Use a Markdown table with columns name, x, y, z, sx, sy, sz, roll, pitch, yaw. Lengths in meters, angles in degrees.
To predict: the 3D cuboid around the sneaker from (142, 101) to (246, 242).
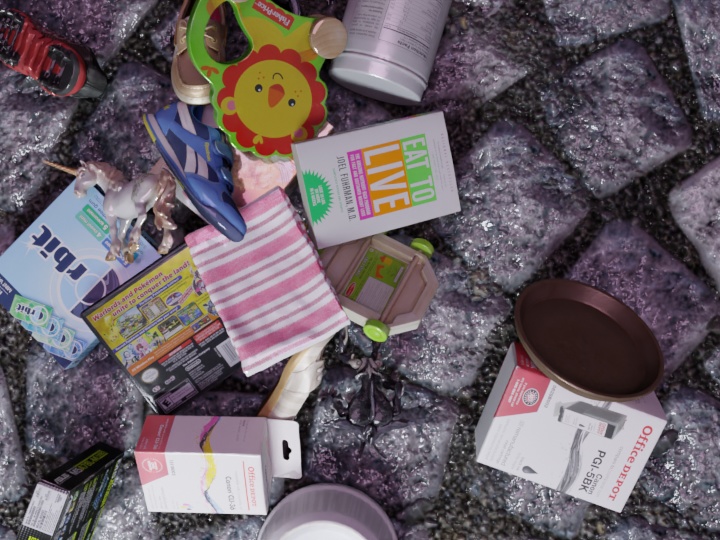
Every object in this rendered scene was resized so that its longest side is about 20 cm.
| name | x | y | z | sx | sy | sz | roll | pitch | yaw |
| --- | --- | --- | --- | --- | --- | --- | --- | --- | --- |
| sneaker | -0.186 | -0.127 | 0.936 | 0.082 | 0.074 | 0.201 | -31 | 80 | -11 |

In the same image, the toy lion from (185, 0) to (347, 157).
| name | x | y | z | sx | sy | sz | roll | pitch | yaw |
| --- | --- | --- | --- | --- | --- | --- | --- | --- | --- |
| toy lion | -0.119 | -0.240 | 0.915 | 0.199 | 0.069 | 0.193 | 26 | 100 | -28 |

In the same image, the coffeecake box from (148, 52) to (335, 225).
| name | x | y | z | sx | sy | sz | roll | pitch | yaw |
| --- | --- | --- | --- | --- | --- | --- | --- | --- | --- |
| coffeecake box | -0.153 | -0.154 | 1.017 | 0.153 | 0.073 | 0.200 | 39 | 91 | 0 |

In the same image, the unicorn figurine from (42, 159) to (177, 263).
| name | x | y | z | sx | sy | sz | roll | pitch | yaw |
| --- | --- | --- | --- | --- | --- | --- | --- | --- | --- |
| unicorn figurine | -0.298 | -0.082 | 0.969 | 0.199 | 0.074 | 0.139 | -8 | 81 | 23 |

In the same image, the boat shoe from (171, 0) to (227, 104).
| name | x | y | z | sx | sy | sz | roll | pitch | yaw |
| --- | --- | --- | --- | --- | --- | --- | --- | --- | --- |
| boat shoe | -0.205 | -0.294 | 0.970 | 0.073 | 0.069 | 0.201 | -3 | 53 | -6 |

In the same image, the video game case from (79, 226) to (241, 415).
| name | x | y | z | sx | sy | sz | roll | pitch | yaw |
| --- | --- | --- | --- | --- | --- | --- | --- | --- | --- |
| video game case | -0.233 | 0.072 | 1.017 | 0.199 | 0.026 | 0.181 | -34 | 104 | -1 |

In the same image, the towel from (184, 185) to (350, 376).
| name | x | y | z | sx | sy | sz | roll | pitch | yaw |
| --- | --- | --- | --- | --- | --- | --- | --- | --- | --- |
| towel | -0.118 | 0.011 | 0.944 | 0.146 | 0.030 | 0.201 | -28 | 75 | 2 |

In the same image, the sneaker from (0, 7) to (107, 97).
| name | x | y | z | sx | sy | sz | roll | pitch | yaw |
| --- | --- | --- | --- | --- | --- | --- | --- | --- | --- |
| sneaker | -0.414 | -0.285 | 1.025 | 0.200 | 0.098 | 0.071 | 34 | 104 | 24 |

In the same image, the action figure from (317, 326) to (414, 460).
| name | x | y | z | sx | sy | sz | roll | pitch | yaw |
| --- | --- | --- | --- | --- | --- | --- | --- | --- | --- |
| action figure | 0.006 | 0.148 | 0.998 | 0.118 | 0.102 | 0.202 | 1 | 69 | -8 |

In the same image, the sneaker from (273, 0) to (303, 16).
| name | x | y | z | sx | sy | sz | roll | pitch | yaw |
| --- | --- | --- | --- | --- | --- | --- | --- | --- | --- |
| sneaker | -0.127 | -0.358 | 0.996 | 0.075 | 0.114 | 0.201 | -36 | 89 | 1 |

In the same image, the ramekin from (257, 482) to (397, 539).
| name | x | y | z | sx | sy | sz | roll | pitch | yaw |
| --- | --- | --- | --- | --- | --- | --- | --- | --- | --- |
| ramekin | -0.046 | 0.389 | 1.003 | 0.201 | 0.094 | 0.204 | 0 | 89 | 1 |

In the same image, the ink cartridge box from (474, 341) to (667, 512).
| name | x | y | z | sx | sy | sz | roll | pitch | yaw |
| --- | --- | --- | --- | --- | --- | --- | --- | --- | --- |
| ink cartridge box | 0.264 | 0.200 | 0.984 | 0.199 | 0.083 | 0.148 | 19 | 109 | 1 |

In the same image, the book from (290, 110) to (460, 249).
| name | x | y | z | sx | sy | sz | roll | pitch | yaw |
| --- | --- | --- | --- | --- | --- | --- | --- | --- | --- |
| book | 0.021 | -0.118 | 0.979 | 0.199 | 0.048 | 0.135 | -16 | 107 | -16 |

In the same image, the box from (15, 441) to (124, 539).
| name | x | y | z | sx | sy | sz | roll | pitch | yaw |
| --- | --- | --- | --- | --- | --- | --- | --- | --- | --- |
| box | -0.378 | 0.334 | 0.962 | 0.047 | 0.193 | 0.201 | 21 | 91 | -1 |

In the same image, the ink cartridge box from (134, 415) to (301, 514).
| name | x | y | z | sx | sy | sz | roll | pitch | yaw |
| --- | --- | --- | --- | --- | --- | --- | --- | --- | --- |
| ink cartridge box | -0.179 | 0.253 | 0.995 | 0.198 | 0.068 | 0.117 | 0 | 125 | 1 |

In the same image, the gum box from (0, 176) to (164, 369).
| name | x | y | z | sx | sy | sz | roll | pitch | yaw |
| --- | --- | --- | --- | --- | --- | --- | --- | --- | --- |
| gum box | -0.380 | 0.001 | 1.035 | 0.170 | 0.045 | 0.200 | 44 | 90 | 1 |

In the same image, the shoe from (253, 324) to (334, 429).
| name | x | y | z | sx | sy | sz | roll | pitch | yaw |
| --- | --- | --- | --- | --- | --- | --- | --- | --- | --- |
| shoe | -0.077 | 0.141 | 0.997 | 0.053 | 0.070 | 0.201 | 33 | 119 | -1 |

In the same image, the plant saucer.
| name | x | y | z | sx | sy | sz | roll | pitch | yaw |
| --- | --- | --- | --- | --- | --- | --- | --- | --- | --- |
| plant saucer | 0.284 | 0.089 | 0.971 | 0.199 | 0.201 | 0.030 | 21 | 130 | 1 |

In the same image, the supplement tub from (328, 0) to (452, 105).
| name | x | y | z | sx | sy | sz | roll | pitch | yaw |
| --- | --- | --- | --- | --- | --- | --- | --- | --- | --- |
| supplement tub | 0.046 | -0.329 | 0.984 | 0.131 | 0.132 | 0.201 | 17 | 91 | 1 |

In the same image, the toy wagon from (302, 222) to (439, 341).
| name | x | y | z | sx | sy | sz | roll | pitch | yaw |
| --- | --- | --- | --- | --- | --- | --- | --- | --- | --- |
| toy wagon | 0.000 | 0.000 | 0.996 | 0.199 | 0.040 | 0.156 | 26 | 57 | 10 |
